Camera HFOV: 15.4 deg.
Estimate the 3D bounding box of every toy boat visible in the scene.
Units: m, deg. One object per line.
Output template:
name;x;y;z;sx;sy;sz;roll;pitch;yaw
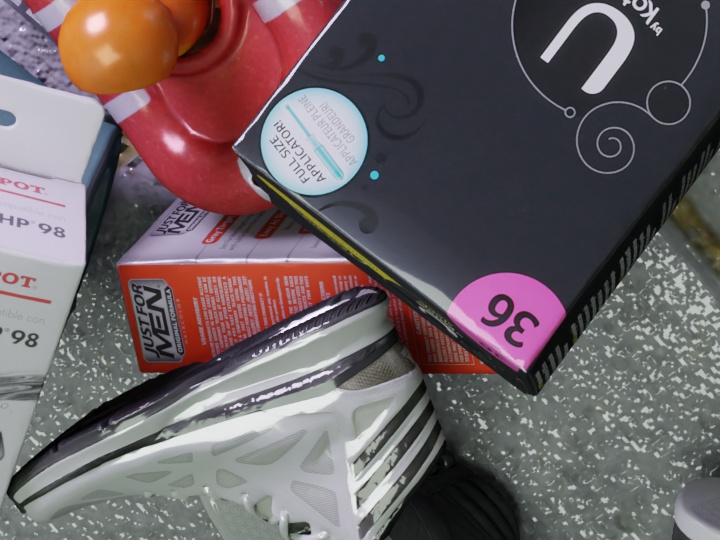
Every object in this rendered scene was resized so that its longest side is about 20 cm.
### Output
toy boat;-0.089;-0.111;1.174;0.130;0.131;0.200;-32;100;31

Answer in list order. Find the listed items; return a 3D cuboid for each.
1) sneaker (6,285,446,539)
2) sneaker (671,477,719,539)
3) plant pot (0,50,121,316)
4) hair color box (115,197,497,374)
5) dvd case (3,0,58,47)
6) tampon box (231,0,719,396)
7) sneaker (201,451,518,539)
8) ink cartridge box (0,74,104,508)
sneaker;-0.054;0.097;1.176;0.200;0.076;0.116;-24;97;19
sneaker;0.229;0.175;1.230;0.200;0.071;0.099;22;122;17
plant pot;-0.219;-0.035;1.259;0.187;0.200;0.200;18;120;-2
hair color box;0.000;0.000;1.236;0.199;0.102;0.061;0;116;22
dvd case;-0.063;-0.154;1.233;0.146;0.022;0.200;40;123;-1
tampon box;0.070;-0.074;1.094;0.150;0.126;0.200;36;87;9
sneaker;0.000;0.112;1.281;0.200;0.099;0.071;41;120;-15
ink cartridge box;-0.188;0.013;1.146;0.116;0.067;0.200;13;123;-15
